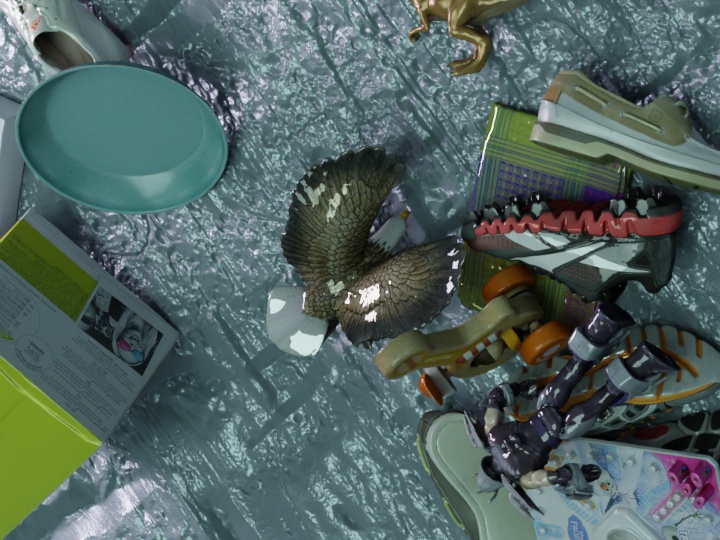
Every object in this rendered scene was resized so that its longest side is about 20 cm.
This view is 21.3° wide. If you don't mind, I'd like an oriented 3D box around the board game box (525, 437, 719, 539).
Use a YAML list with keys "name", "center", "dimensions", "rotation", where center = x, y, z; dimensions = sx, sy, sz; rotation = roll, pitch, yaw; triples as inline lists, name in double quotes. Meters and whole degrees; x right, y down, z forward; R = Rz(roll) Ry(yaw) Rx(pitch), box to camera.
- name: "board game box"
  center: [0.229, 0.239, 1.644]
  dimensions: [0.200, 0.026, 0.201]
  rotation: [5, 119, 39]

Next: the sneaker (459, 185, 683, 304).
- name: "sneaker"
  center: [0.176, -0.016, 1.603]
  dimensions: [0.200, 0.071, 0.098]
  rotation: [0, 105, 29]

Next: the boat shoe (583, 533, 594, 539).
- name: "boat shoe"
  center: [0.284, 0.272, 1.682]
  dimensions: [0.199, 0.072, 0.069]
  rotation: [13, 130, 23]

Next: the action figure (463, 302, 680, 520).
- name: "action figure"
  center: [0.166, 0.123, 1.591]
  dimensions: [0.200, 0.069, 0.130]
  rotation: [-46, 66, 16]

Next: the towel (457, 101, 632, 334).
- name: "towel"
  center: [0.160, -0.037, 1.663]
  dimensions: [0.143, 0.023, 0.201]
  rotation: [18, 116, 25]

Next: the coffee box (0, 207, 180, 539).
- name: "coffee box"
  center: [-0.340, 0.102, 1.876]
  dimensions: [0.200, 0.198, 0.200]
  rotation: [42, 125, -8]

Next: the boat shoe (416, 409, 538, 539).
- name: "boat shoe"
  center: [0.117, 0.212, 1.760]
  dimensions: [0.202, 0.072, 0.060]
  rotation: [59, 167, -15]

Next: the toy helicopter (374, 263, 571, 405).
- name: "toy helicopter"
  center: [0.076, 0.068, 1.618]
  dimensions: [0.132, 0.200, 0.079]
  rotation: [-45, 67, 32]

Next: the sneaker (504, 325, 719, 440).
- name: "sneaker"
  center: [0.225, 0.106, 1.655]
  dimensions: [0.199, 0.078, 0.077]
  rotation: [-12, 133, 28]

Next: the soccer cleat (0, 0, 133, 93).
- name: "soccer cleat"
  center: [-0.302, -0.244, 1.822]
  dimensions: [0.200, 0.078, 0.069]
  rotation: [42, 124, 11]

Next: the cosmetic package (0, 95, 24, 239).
- name: "cosmetic package"
  center: [-0.423, -0.099, 1.967]
  dimensions: [0.150, 0.052, 0.201]
  rotation: [23, 118, 18]

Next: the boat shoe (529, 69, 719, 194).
- name: "boat shoe"
  center: [0.242, -0.110, 1.551]
  dimensions: [0.199, 0.075, 0.069]
  rotation: [17, 89, 6]

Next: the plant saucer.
- name: "plant saucer"
  center: [-0.222, -0.132, 1.795]
  dimensions: [0.199, 0.036, 0.200]
  rotation: [2, 140, 1]

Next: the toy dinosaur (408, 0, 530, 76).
- name: "toy dinosaur"
  center: [0.094, -0.222, 1.608]
  dimensions: [0.199, 0.060, 0.107]
  rotation: [3, 108, 29]

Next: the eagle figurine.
- name: "eagle figurine"
  center: [0.002, -0.007, 1.692]
  dimensions: [0.151, 0.200, 0.151]
  rotation: [9, 72, -6]

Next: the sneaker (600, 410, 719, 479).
- name: "sneaker"
  center: [0.279, 0.176, 1.656]
  dimensions: [0.200, 0.081, 0.084]
  rotation: [-8, 122, 39]
